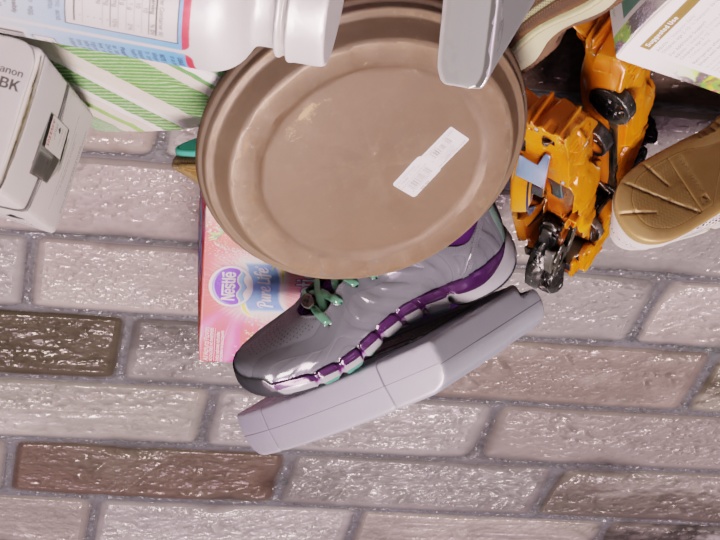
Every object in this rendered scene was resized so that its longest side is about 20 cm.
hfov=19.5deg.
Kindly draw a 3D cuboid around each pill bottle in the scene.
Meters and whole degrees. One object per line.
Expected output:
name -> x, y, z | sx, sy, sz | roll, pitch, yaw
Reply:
pill bottle -> -0.108, -0.163, 1.076 | 0.199, 0.109, 0.109 | 11, 147, 3

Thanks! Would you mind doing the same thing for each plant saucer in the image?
plant saucer -> 0.004, -0.070, 1.209 | 0.199, 0.030, 0.201 | -9, 131, -11

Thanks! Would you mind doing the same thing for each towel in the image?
towel -> -0.148, -0.120, 1.243 | 0.152, 0.024, 0.199 | 26, 165, -38

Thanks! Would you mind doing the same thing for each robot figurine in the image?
robot figurine -> 0.140, -0.072, 1.339 | 0.058, 0.145, 0.200 | 31, 157, 19

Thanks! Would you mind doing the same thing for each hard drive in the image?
hard drive -> 0.076, -0.184, 1.002 | 0.026, 0.200, 0.133 | 10, 118, 11

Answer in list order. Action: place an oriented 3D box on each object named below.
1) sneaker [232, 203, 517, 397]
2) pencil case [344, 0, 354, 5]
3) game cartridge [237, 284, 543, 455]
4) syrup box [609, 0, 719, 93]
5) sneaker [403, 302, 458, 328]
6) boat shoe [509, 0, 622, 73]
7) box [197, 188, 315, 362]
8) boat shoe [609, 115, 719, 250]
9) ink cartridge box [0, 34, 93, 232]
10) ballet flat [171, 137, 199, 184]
sneaker -> 0.000, 0.000, 1.317 | 0.199, 0.074, 0.088 | -29, 128, -13
pencil case -> -0.020, -0.214, 1.131 | 0.090, 0.084, 0.200 | 14, 146, 5
game cartridge -> 0.014, 0.069, 1.387 | 0.199, 0.042, 0.133 | -23, -172, 45
syrup box -> 0.248, -0.152, 1.251 | 0.199, 0.079, 0.081 | 14, 144, -25
sneaker -> 0.020, 0.022, 1.509 | 0.199, 0.081, 0.088 | -24, 147, 38
boat shoe -> 0.108, -0.180, 1.204 | 0.074, 0.075, 0.202 | 21, 141, -23
box -> -0.060, -0.030, 1.393 | 0.094, 0.103, 0.200 | 0, 148, -6
boat shoe -> 0.246, -0.070, 1.364 | 0.199, 0.071, 0.069 | -23, 170, -11
ink cartridge box -> -0.243, -0.089, 1.196 | 0.146, 0.083, 0.200 | 17, 175, 2
ballet flat -> -0.011, -0.068, 1.261 | 0.199, 0.068, 0.073 | -18, 109, -1
